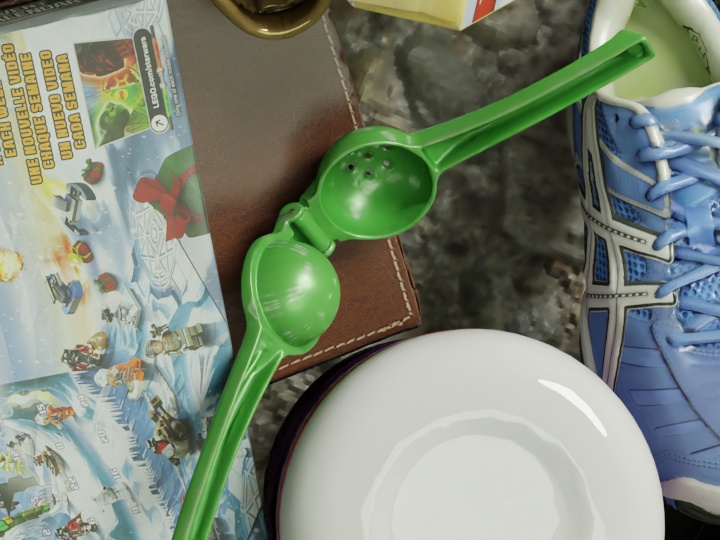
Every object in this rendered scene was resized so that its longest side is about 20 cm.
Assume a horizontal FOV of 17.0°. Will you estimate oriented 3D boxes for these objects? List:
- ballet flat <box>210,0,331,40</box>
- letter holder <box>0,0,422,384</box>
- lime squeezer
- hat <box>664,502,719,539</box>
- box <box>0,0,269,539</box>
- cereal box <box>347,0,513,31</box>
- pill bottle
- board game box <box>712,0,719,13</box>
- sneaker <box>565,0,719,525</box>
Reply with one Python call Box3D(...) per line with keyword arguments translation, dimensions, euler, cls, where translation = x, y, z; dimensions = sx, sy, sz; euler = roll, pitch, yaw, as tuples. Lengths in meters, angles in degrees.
Box3D(translation=(-0.026, -0.119, 0.608), dimensions=(0.068, 0.200, 0.064), euler=(-14, 71, 0), cls="ballet flat")
Box3D(translation=(-0.103, -0.025, 0.758), dimensions=(0.199, 0.101, 0.143), euler=(-21, 111, -10), cls="letter holder")
Box3D(translation=(0.000, 0.000, 0.701), dimensions=(0.200, 0.070, 0.038), euler=(-48, 143, -11), cls="lime squeezer")
Box3D(translation=(0.132, 0.042, 0.847), dimensions=(0.081, 0.201, 0.201), euler=(36, 96, 12), cls="hat")
Box3D(translation=(-0.106, 0.028, 0.698), dimensions=(0.136, 0.040, 0.202), euler=(-14, 108, -14), cls="box")
Box3D(translation=(0.056, -0.161, 0.714), dimensions=(0.039, 0.200, 0.145), euler=(15, 110, 18), cls="cereal box")
Box3D(translation=(0.026, 0.076, 0.770), dimensions=(0.111, 0.200, 0.114), euler=(0, 88, -5), cls="pill bottle")
Box3D(translation=(0.173, -0.181, 0.759), dimensions=(0.133, 0.029, 0.201), euler=(-10, 120, -6), cls="board game box")
Box3D(translation=(0.098, -0.014, 0.757), dimensions=(0.075, 0.201, 0.077), euler=(-13, 149, 2), cls="sneaker")
